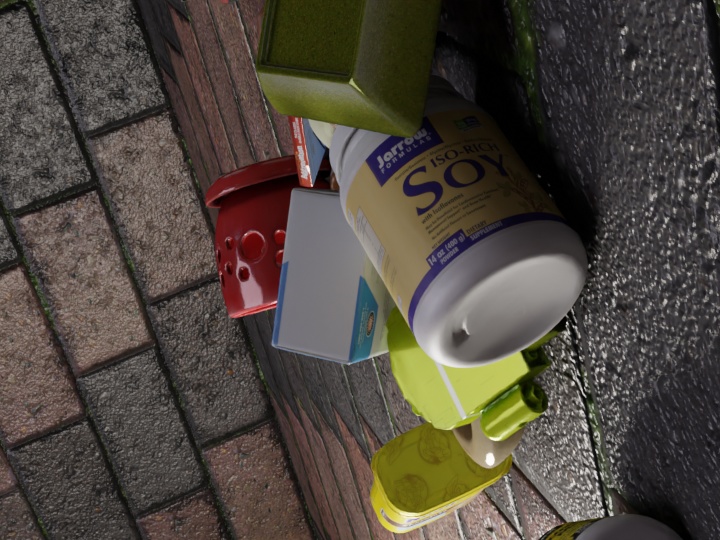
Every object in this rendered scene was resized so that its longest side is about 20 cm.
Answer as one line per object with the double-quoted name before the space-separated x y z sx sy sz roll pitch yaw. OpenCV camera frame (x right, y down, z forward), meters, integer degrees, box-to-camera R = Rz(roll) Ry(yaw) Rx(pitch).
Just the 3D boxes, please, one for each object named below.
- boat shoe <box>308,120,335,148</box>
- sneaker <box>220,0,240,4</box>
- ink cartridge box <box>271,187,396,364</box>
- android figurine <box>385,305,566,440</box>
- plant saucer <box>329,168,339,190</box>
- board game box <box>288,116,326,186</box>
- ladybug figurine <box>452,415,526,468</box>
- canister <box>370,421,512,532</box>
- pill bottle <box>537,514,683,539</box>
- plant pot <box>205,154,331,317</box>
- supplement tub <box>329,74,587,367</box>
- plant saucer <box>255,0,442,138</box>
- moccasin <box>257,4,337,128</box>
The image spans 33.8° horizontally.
"boat shoe" -0.032 -0.209 1.290 0.063 0.070 0.201 -74 -32 -40
"sneaker" -0.226 -0.458 1.630 0.071 0.097 0.202 35 147 65
"ink cartridge box" 0.000 0.000 1.123 0.200 0.083 0.147 -6 -76 -70
"android figurine" 0.093 0.060 1.039 0.200 0.041 0.183 -46 64 42
"plant saucer" 0.023 -0.049 1.303 0.201 0.034 0.201 51 162 23
"board game box" -0.061 -0.203 1.387 0.201 0.019 0.104 83 -160 -52
"ladybug figurine" 0.112 0.092 1.147 0.136 0.071 0.202 -142 32 -66
"canister" 0.084 0.232 1.347 0.200 0.147 0.087 97 148 -71
"pill bottle" 0.195 0.263 0.979 0.200 0.111 0.113 116 130 -74
"plant pot" -0.100 -0.049 1.573 0.200 0.198 0.185 146 110 -78
"supplement tub" 0.070 -0.042 0.924 0.146 0.144 0.201 85 159 -54
"plant saucer" -0.016 -0.214 0.905 0.199 0.047 0.203 19 102 52
"moccasin" -0.029 -0.197 1.164 0.201 0.074 0.078 34 -156 -38
